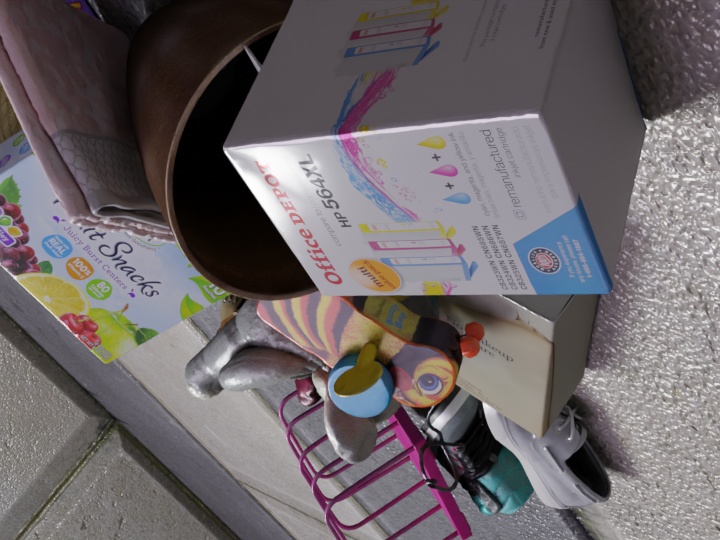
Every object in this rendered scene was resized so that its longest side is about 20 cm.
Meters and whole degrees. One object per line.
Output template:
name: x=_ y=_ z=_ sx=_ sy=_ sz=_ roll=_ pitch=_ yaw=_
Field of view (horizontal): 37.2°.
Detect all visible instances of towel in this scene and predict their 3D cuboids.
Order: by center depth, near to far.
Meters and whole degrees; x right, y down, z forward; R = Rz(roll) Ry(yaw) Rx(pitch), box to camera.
towel: x=-0.186 y=-0.113 z=0.761 sx=0.193 sy=0.032 sz=0.200 roll=63 pitch=-169 yaw=9

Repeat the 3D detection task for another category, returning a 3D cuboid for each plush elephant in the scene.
plush elephant: x=-0.023 y=0.071 z=0.877 sx=0.155 sy=0.164 sz=0.200 roll=50 pitch=148 yaw=4

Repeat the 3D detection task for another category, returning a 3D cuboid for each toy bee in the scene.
toy bee: x=0.030 y=0.052 z=0.757 sx=0.199 sy=0.132 sz=0.108 roll=30 pitch=128 yaw=-29

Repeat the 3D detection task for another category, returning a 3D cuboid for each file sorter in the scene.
file sorter: x=0.006 y=0.206 z=1.133 sx=0.140 sy=0.124 sz=0.200 roll=62 pitch=175 yaw=-30

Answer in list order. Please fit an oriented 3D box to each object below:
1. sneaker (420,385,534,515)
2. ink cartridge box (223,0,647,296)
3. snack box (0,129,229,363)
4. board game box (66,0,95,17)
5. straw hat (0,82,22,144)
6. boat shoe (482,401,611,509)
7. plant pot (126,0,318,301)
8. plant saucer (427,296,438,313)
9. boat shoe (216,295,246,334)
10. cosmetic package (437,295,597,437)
sneaker: x=0.123 y=0.183 z=1.067 sx=0.120 sy=0.084 sz=0.200 roll=38 pitch=167 yaw=16
ink cartridge box: x=0.034 y=-0.072 z=0.573 sx=0.197 sy=0.126 sz=0.129 roll=-3 pitch=140 yaw=30
snack box: x=-0.213 y=-0.029 z=0.870 sx=0.201 sy=0.141 sz=0.053 roll=51 pitch=-164 yaw=-37
board game box: x=-0.293 y=-0.222 z=1.006 sx=0.133 sy=0.045 sz=0.201 roll=20 pitch=151 yaw=41
straw hat: x=-0.218 y=-0.137 z=0.906 sx=0.084 sy=0.203 sz=0.202 roll=0 pitch=141 yaw=27
boat shoe: x=0.170 y=0.147 z=0.956 sx=0.068 sy=0.072 sz=0.201 roll=-7 pitch=127 yaw=33
plant pot: x=-0.084 y=-0.110 z=0.732 sx=0.200 sy=0.186 sz=0.188 roll=41 pitch=167 yaw=46
plant saucer: x=0.000 y=0.000 z=0.978 sx=0.199 sy=0.036 sz=0.201 roll=33 pitch=157 yaw=16
boat shoe: x=-0.114 y=0.048 z=1.101 sx=0.074 sy=0.075 sz=0.201 roll=50 pitch=148 yaw=12
cosmetic package: x=0.117 y=0.036 z=0.807 sx=0.103 sy=0.073 sz=0.201 roll=31 pitch=158 yaw=23
